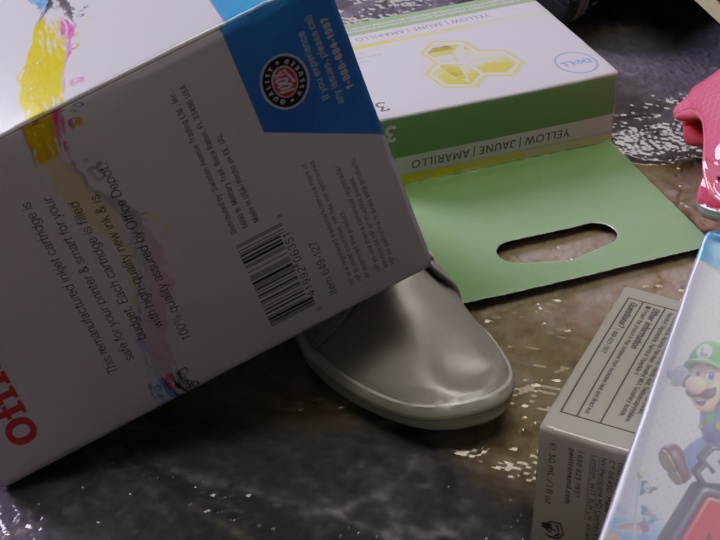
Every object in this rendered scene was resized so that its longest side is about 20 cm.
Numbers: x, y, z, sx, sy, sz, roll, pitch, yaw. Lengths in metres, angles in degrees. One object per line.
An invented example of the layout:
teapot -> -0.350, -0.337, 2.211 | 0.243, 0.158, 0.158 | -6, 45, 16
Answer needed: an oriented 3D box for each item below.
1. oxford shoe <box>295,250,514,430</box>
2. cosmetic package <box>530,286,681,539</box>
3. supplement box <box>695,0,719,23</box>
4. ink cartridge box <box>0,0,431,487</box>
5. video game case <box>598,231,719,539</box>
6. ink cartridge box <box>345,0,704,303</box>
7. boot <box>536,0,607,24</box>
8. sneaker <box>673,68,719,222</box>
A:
oxford shoe -> 0.000, 0.000, 0.891 | 0.075, 0.058, 0.200 | -13, 38, -24
cosmetic package -> 0.172, 0.083, 0.760 | 0.198, 0.072, 0.105 | 16, 37, 21
supplement box -> 0.282, -0.204, 1.088 | 0.199, 0.135, 0.200 | -23, 58, -32
ink cartridge box -> -0.102, -0.046, 0.826 | 0.199, 0.148, 0.145 | -26, 38, -6
video game case -> 0.152, 0.096, 0.687 | 0.142, 0.018, 0.202 | 16, 73, 21
ink cartridge box -> 0.063, -0.066, 1.001 | 0.144, 0.048, 0.200 | -13, 34, -21
boot -> 0.116, -0.218, 1.203 | 0.153, 0.074, 0.204 | -17, 45, -28
sneaker -> 0.204, -0.031, 0.952 | 0.086, 0.074, 0.201 | -26, 40, 8
